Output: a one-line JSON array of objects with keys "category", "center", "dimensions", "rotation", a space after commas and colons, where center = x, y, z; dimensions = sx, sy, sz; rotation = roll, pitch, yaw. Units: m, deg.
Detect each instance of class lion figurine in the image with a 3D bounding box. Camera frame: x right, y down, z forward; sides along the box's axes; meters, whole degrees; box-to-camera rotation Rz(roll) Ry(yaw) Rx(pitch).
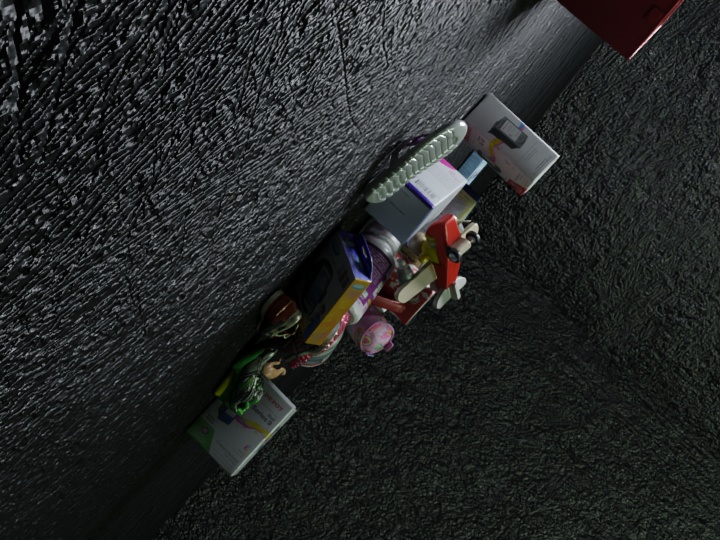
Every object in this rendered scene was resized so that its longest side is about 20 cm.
[{"category": "lion figurine", "center": [-0.257, 0.280, 1.558], "dimensions": [0.201, 0.072, 0.123], "rotation": [-60, 165, -19]}]

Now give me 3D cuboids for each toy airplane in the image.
[{"category": "toy airplane", "center": [0.155, -0.024, 1.295], "dimensions": [0.200, 0.141, 0.200], "rotation": [3, 119, -62]}]

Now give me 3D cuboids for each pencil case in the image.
[{"category": "pencil case", "center": [0.001, 0.102, 1.400], "dimensions": [0.087, 0.087, 0.200], "rotation": [-48, -143, 5]}]

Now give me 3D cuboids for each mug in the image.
[{"category": "mug", "center": [0.049, 0.028, 1.406], "dimensions": [0.178, 0.200, 0.134], "rotation": [-45, 174, -25]}]

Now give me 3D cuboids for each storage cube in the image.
[{"category": "storage cube", "center": [0.469, -0.505, 1.080], "dimensions": [0.171, 0.180, 0.200], "rotation": [-43, 173, -33]}]

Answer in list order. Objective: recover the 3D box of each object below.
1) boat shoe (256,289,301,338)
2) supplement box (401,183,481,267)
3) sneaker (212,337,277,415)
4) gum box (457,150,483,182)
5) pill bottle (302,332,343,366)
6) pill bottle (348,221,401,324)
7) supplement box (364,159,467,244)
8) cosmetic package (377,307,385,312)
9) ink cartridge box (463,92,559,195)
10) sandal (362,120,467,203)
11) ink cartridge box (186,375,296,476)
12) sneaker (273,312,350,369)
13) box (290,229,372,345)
[{"category": "boat shoe", "center": [-0.142, 0.092, 1.156], "dimensions": [0.071, 0.063, 0.200], "rotation": [-47, 175, -20]}, {"category": "supplement box", "center": [0.149, -0.115, 1.496], "dimensions": [0.200, 0.134, 0.200], "rotation": [-46, 173, -13]}, {"category": "sneaker", "center": [-0.216, 0.212, 1.286], "dimensions": [0.200, 0.085, 0.078], "rotation": [-53, 172, 33]}, {"category": "gum box", "center": [0.334, -0.306, 1.972], "dimensions": [0.200, 0.045, 0.170], "rotation": [-51, 173, 32]}, {"category": "pill bottle", "center": [-0.099, 0.126, 1.385], "dimensions": [0.120, 0.120, 0.200], "rotation": [-44, 172, -27]}, {"category": "pill bottle", "center": [0.000, 0.000, 1.269], "dimensions": [0.200, 0.112, 0.112], "rotation": [-54, 177, -26]}, {"category": "supplement box", "center": [0.109, -0.145, 1.211], "dimensions": [0.103, 0.101, 0.200], "rotation": [-52, 172, 35]}, {"category": "cosmetic package", "center": [0.019, 0.046, 1.575], "dimensions": [0.102, 0.074, 0.200], "rotation": [-45, -160, -23]}, {"category": "ink cartridge box", "center": [0.319, -0.271, 1.392], "dimensions": [0.086, 0.200, 0.148], "rotation": [-46, 173, 0]}, {"category": "sandal", "center": [0.080, -0.187, 1.036], "dimensions": [0.202, 0.050, 0.082], "rotation": [-36, 161, 12]}, {"category": "ink cartridge box", "center": [-0.262, 0.332, 1.427], "dimensions": [0.200, 0.145, 0.088], "rotation": [-45, 172, -11]}, {"category": "sneaker", "center": [-0.098, 0.125, 1.230], "dimensions": [0.200, 0.075, 0.081], "rotation": [-35, -173, 38]}, {"category": "box", "center": [-0.051, 0.024, 1.130], "dimensions": [0.041, 0.119, 0.200], "rotation": [11, 130, -33]}]
